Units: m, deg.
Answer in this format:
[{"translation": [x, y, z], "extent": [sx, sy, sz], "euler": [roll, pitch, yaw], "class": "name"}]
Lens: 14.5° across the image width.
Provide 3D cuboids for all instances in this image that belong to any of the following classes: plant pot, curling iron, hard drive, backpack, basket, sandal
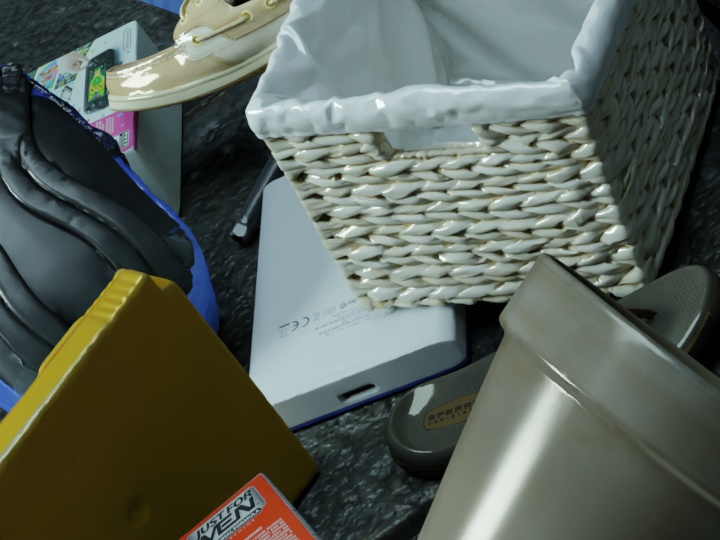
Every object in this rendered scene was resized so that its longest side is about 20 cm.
[{"translation": [0.113, 0.120, 1.289], "extent": [0.174, 0.200, 0.200], "euler": [-54, 35, 4], "class": "plant pot"}, {"translation": [-0.024, -0.097, 1.772], "extent": [0.050, 0.026, 0.200], "euler": [9, 55, 49], "class": "curling iron"}, {"translation": [0.000, 0.000, 1.639], "extent": [0.132, 0.025, 0.200], "euler": [-21, 38, 20], "class": "hard drive"}, {"translation": [-0.179, 0.004, 1.673], "extent": [0.200, 0.168, 0.163], "euler": [39, 80, 21], "class": "backpack"}, {"translation": [0.075, -0.102, 1.551], "extent": [0.198, 0.161, 0.200], "euler": [-3, 44, 26], "class": "basket"}, {"translation": [0.095, 0.046, 1.479], "extent": [0.200, 0.055, 0.082], "euler": [-20, 38, 21], "class": "sandal"}]

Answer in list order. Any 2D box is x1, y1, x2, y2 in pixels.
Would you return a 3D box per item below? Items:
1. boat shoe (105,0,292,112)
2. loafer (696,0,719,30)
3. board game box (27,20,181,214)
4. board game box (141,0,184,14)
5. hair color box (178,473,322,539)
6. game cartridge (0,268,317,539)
[{"translation": [-0.075, -0.156, 1.759], "extent": [0.200, 0.069, 0.074], "euler": [-19, 13, 18], "class": "boat shoe"}, {"translation": [0.213, -0.188, 1.639], "extent": [0.070, 0.068, 0.201], "euler": [-37, 30, 9], "class": "loafer"}, {"translation": [-0.218, -0.062, 1.866], "extent": [0.200, 0.064, 0.148], "euler": [-25, 35, 16], "class": "board game box"}, {"translation": [-0.094, -0.310, 1.936], "extent": [0.043, 0.199, 0.200], "euler": [19, 60, 7], "class": "board game box"}, {"translation": [-0.007, 0.190, 1.359], "extent": [0.061, 0.102, 0.200], "euler": [-39, 34, -4], "class": "hair color box"}, {"translation": [-0.125, 0.123, 1.472], "extent": [0.032, 0.176, 0.200], "euler": [8, 54, 45], "class": "game cartridge"}]
